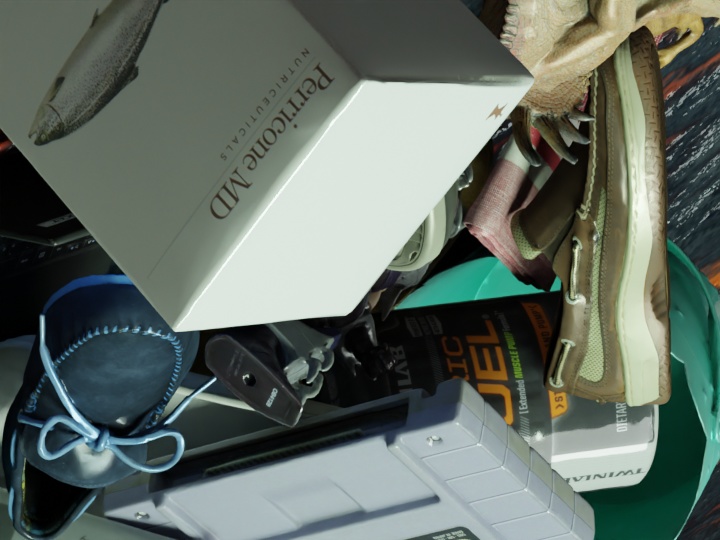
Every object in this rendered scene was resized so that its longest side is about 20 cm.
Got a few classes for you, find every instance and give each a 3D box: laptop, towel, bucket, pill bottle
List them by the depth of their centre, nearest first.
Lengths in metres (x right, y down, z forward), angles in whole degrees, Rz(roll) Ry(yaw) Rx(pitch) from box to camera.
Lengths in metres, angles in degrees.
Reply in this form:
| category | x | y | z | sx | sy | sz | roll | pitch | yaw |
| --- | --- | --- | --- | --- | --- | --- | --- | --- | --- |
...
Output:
| category | x | y | z | sx | sy | sz | roll | pitch | yaw |
| --- | --- | --- | --- | --- | --- | --- | --- | --- | --- |
| laptop | -0.122 | 0.001 | 1.204 | 0.177 | 0.103 | 0.200 | -20 | 149 | -43 |
| towel | 0.111 | -0.095 | 1.435 | 0.200 | 0.023 | 0.144 | -66 | 162 | -6 |
| pill bottle | 0.042 | 0.070 | 1.460 | 0.200 | 0.106 | 0.106 | -7 | 149 | -13 |
| bucket | 0.115 | 0.070 | 1.614 | 0.207 | 0.207 | 0.135 | -52 | 172 | 25 |

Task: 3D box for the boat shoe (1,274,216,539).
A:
| category | x | y | z | sx | sy | sz | roll | pitch | yaw |
| --- | --- | --- | --- | --- | --- | --- | --- | --- | --- |
| boat shoe | -0.111 | 0.065 | 1.248 | 0.084 | 0.069 | 0.200 | 9 | 153 | -8 |

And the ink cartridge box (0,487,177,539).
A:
| category | x | y | z | sx | sy | sz | roll | pitch | yaw |
| --- | --- | --- | --- | --- | --- | --- | --- | --- | --- |
| ink cartridge box | -0.148 | 0.175 | 1.424 | 0.200 | 0.162 | 0.057 | 97 | 10 | -57 |

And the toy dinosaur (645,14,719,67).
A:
| category | x | y | z | sx | sy | sz | roll | pitch | yaw |
| --- | --- | --- | --- | --- | --- | --- | --- | --- | --- |
| toy dinosaur | 0.176 | -0.159 | 1.394 | 0.200 | 0.060 | 0.106 | -56 | 163 | -18 |

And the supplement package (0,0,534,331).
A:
| category | x | y | z | sx | sy | sz | roll | pitch | yaw |
| --- | --- | --- | --- | --- | --- | --- | --- | --- | --- |
| supplement package | -0.061 | -0.090 | 1.000 | 0.117 | 0.200 | 0.117 | -52 | 157 | 22 |

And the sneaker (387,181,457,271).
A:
| category | x | y | z | sx | sy | sz | roll | pitch | yaw |
| --- | --- | --- | --- | --- | --- | --- | --- | --- | --- |
| sneaker | 0.019 | -0.107 | 1.147 | 0.075 | 0.200 | 0.106 | -1 | -160 | 43 |

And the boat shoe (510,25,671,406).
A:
| category | x | y | z | sx | sy | sz | roll | pitch | yaw |
| --- | --- | --- | --- | --- | --- | --- | --- | --- | --- |
| boat shoe | 0.108 | -0.021 | 1.356 | 0.075 | 0.075 | 0.203 | -78 | 165 | -60 |

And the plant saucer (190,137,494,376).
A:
| category | x | y | z | sx | sy | sz | roll | pitch | yaw |
| --- | --- | --- | --- | --- | --- | --- | --- | --- | --- |
| plant saucer | -0.020 | -0.014 | 1.446 | 0.200 | 0.035 | 0.200 | -36 | 158 | -17 |

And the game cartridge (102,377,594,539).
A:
| category | x | y | z | sx | sy | sz | roll | pitch | yaw |
| --- | --- | --- | --- | --- | --- | --- | --- | --- | --- |
| game cartridge | -0.005 | 0.116 | 1.348 | 0.200 | 0.038 | 0.130 | -17 | 134 | 30 |

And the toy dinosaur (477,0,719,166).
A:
| category | x | y | z | sx | sy | sz | roll | pitch | yaw |
| --- | --- | --- | --- | --- | --- | --- | --- | --- | --- |
| toy dinosaur | 0.080 | -0.102 | 1.183 | 0.135 | 0.086 | 0.200 | -36 | 167 | 19 |

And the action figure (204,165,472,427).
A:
| category | x | y | z | sx | sy | sz | roll | pitch | yaw |
| --- | --- | --- | --- | --- | --- | --- | --- | --- | --- |
| action figure | 0.000 | 0.000 | 1.348 | 0.200 | 0.069 | 0.130 | -30 | 140 | -54 |

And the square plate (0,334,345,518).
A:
| category | x | y | z | sx | sy | sz | roll | pitch | yaw |
| --- | --- | --- | --- | --- | --- | --- | --- | --- | --- |
| square plate | -0.093 | 0.101 | 1.395 | 0.198 | 0.200 | 0.028 | 116 | -14 | -53 |
